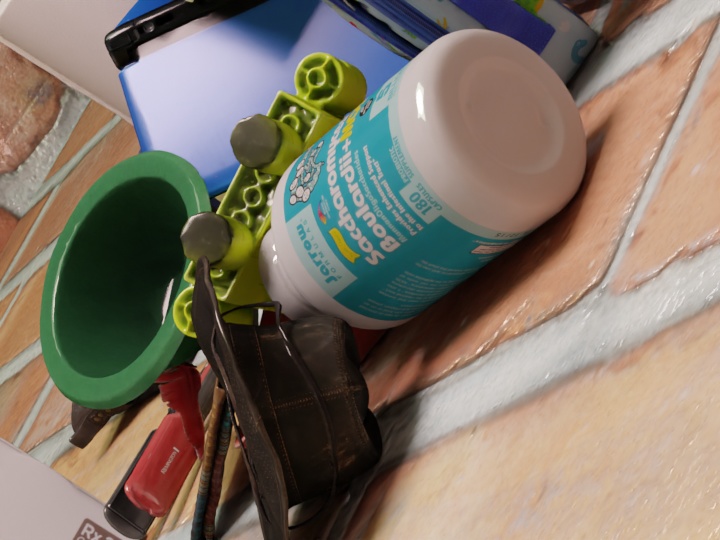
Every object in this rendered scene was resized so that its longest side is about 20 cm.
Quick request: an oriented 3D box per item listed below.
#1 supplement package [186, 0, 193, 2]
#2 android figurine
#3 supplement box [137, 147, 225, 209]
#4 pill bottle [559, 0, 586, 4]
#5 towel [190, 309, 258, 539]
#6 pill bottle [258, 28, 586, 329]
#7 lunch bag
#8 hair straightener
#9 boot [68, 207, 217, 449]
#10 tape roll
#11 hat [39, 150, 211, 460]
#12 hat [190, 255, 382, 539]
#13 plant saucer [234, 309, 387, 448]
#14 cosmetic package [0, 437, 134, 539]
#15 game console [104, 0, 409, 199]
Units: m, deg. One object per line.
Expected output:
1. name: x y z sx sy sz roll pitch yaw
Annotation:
1. supplement package: -0.132 -0.295 1.758 0.201 0.150 0.152 -62 14 2
2. android figurine: -0.045 -0.039 1.637 0.183 0.041 0.200 -63 -15 6
3. supplement box: -0.031 -0.153 1.984 0.201 0.134 0.200 -63 13 -25
4. pill bottle: 0.141 -0.267 1.666 0.201 0.104 0.104 -59 12 -7
5. towel: -0.079 0.059 1.768 0.201 0.022 0.147 -83 2 -49
6. pill bottle: 0.024 -0.038 1.510 0.200 0.111 0.111 -38 22 47
7. lunch bag: 0.031 -0.167 1.595 0.083 0.199 0.161 -57 30 1
8. hair straightener: -0.133 0.111 1.946 0.077 0.041 0.201 -47 16 43
9. boot: -0.170 0.032 2.229 0.174 0.069 0.201 -38 24 55
10. tape roll: -0.157 -0.221 2.003 0.203 0.139 0.203 -55 12 17
11. hat: -0.092 0.029 1.782 0.199 0.175 0.167 5 77 52
12. hat: -0.032 0.071 1.512 0.080 0.202 0.201 -18 10 -7
13. plant saucer: 0.000 0.000 1.715 0.200 0.037 0.200 -53 13 24
14. cosmetic package: -0.279 0.210 1.980 0.166 0.164 0.200 -60 11 -12
15. game console: -0.052 -0.147 1.818 0.199 0.119 0.171 -22 14 14
